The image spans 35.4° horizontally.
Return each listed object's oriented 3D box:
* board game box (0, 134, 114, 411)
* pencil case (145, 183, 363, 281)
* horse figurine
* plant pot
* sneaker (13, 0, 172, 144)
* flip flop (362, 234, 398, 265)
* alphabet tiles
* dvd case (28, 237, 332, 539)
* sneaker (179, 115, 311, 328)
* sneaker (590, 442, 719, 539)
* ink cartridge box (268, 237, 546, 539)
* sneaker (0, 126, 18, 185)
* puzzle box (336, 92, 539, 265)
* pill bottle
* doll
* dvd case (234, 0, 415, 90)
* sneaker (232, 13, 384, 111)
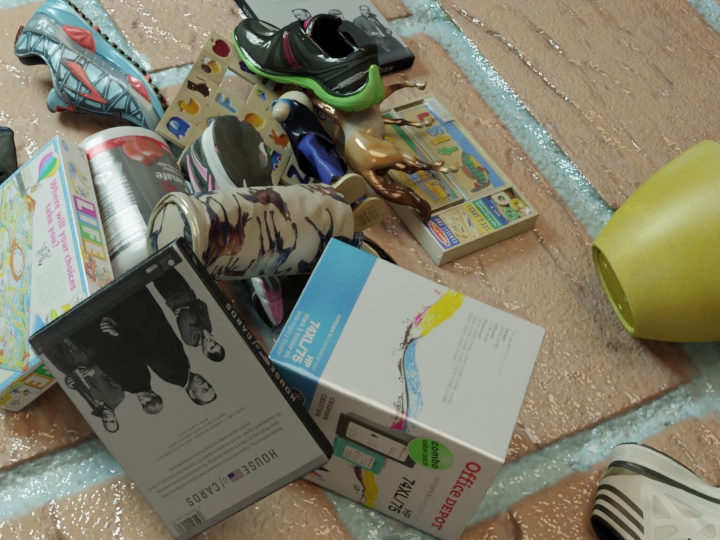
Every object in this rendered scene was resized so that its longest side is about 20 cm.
[{"bbox_3d":[-0.275,0.000,0.963,0.034,0.134,0.200,28,34,-49],"label":"board game box"},{"bbox_3d":[-0.090,-0.026,0.954,0.200,0.078,0.090,-8,79,-47],"label":"pencil case"},{"bbox_3d":[0.023,-0.137,1.171,0.132,0.050,0.200,-2,52,-18],"label":"horse figurine"},{"bbox_3d":[0.313,-0.008,1.108,0.142,0.200,0.200,-24,57,2],"label":"plant pot"},{"bbox_3d":[-0.274,-0.186,1.162,0.200,0.079,0.096,43,84,9],"label":"sneaker"},{"bbox_3d":[0.000,0.000,1.072,0.081,0.058,0.200,-25,50,-31],"label":"flip flop"},{"bbox_3d":[-0.115,-0.142,1.163,0.167,0.008,0.200,32,48,-15],"label":"alphabet tiles"},{"bbox_3d":[-0.137,0.095,0.857,0.200,0.150,0.025,56,19,-10],"label":"dvd case"},{"bbox_3d":[-0.109,-0.040,1.063,0.080,0.086,0.200,-14,84,-46],"label":"sneaker"},{"bbox_3d":[0.291,0.240,0.969,0.200,0.076,0.115,23,58,15],"label":"sneaker"},{"bbox_3d":[0.028,0.102,0.948,0.200,0.147,0.146,23,49,4],"label":"ink cartridge box"},{"bbox_3d":[-0.396,-0.130,1.079,0.112,0.073,0.200,-20,64,-35],"label":"sneaker"},{"bbox_3d":[0.081,-0.103,1.208,0.133,0.025,0.200,-22,61,-28],"label":"puzzle box"},{"bbox_3d":[-0.191,-0.024,1.014,0.111,0.111,0.200,-14,57,-25],"label":"pill bottle"},{"bbox_3d":[-0.041,-0.116,1.125,0.048,0.136,0.200,-37,46,4],"label":"doll"},{"bbox_3d":[-0.050,-0.295,1.328,0.150,0.025,0.200,-20,59,-28],"label":"dvd case"},{"bbox_3d":[-0.050,-0.231,1.168,0.200,0.084,0.077,26,36,31],"label":"sneaker"}]
